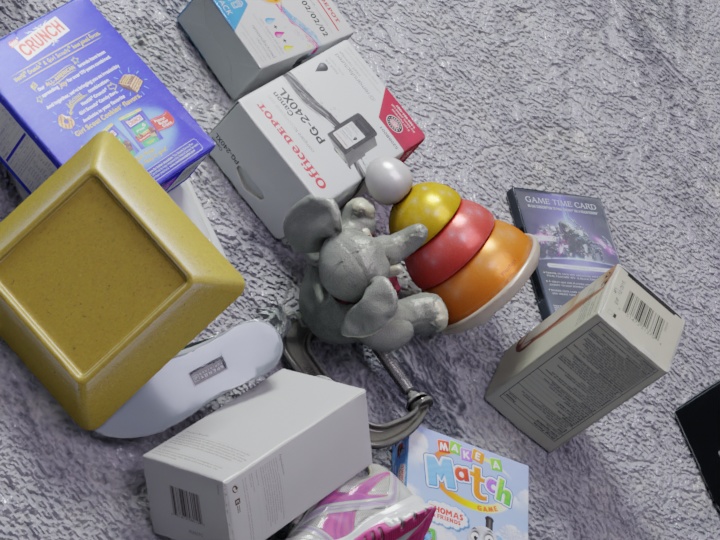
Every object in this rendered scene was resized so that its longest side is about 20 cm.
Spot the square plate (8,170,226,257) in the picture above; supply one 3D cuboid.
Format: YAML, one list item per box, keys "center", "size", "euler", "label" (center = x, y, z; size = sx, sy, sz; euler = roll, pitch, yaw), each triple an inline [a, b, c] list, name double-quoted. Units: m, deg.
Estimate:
- center: [-0.235, -0.062, 1.718]
  size: [0.199, 0.028, 0.199]
  euler: [-11, 70, -41]
  label: "square plate"

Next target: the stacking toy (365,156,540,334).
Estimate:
- center: [0.080, -0.046, 1.841]
  size: [0.200, 0.146, 0.146]
  euler: [48, 44, -14]
  label: "stacking toy"

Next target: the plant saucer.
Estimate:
- center: [-0.239, 0.007, 1.559]
  size: [0.200, 0.048, 0.200]
  euler: [-43, 85, -1]
  label: "plant saucer"

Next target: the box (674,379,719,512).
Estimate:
- center: [0.502, 0.213, 2.023]
  size: [0.196, 0.124, 0.201]
  euler: [-6, 65, -41]
  label: "box"

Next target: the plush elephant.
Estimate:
- center: [0.000, 0.000, 1.720]
  size: [0.199, 0.155, 0.165]
  euler: [-25, 79, -31]
  label: "plush elephant"

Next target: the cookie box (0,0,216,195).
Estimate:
- center: [-0.267, -0.144, 1.676]
  size: [0.200, 0.075, 0.171]
  euler: [49, 45, 1]
  label: "cookie box"

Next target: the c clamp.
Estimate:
- center: [0.007, 0.091, 1.777]
  size: [0.170, 0.027, 0.200]
  euler: [-10, 56, -36]
  label: "c clamp"

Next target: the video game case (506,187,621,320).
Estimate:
- center: [0.254, -0.002, 2.052]
  size: [0.142, 0.019, 0.201]
  euler: [5, 58, -35]
  label: "video game case"

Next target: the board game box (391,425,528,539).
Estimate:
- center: [0.099, 0.266, 1.743]
  size: [0.151, 0.037, 0.201]
  euler: [22, 50, -23]
  label: "board game box"

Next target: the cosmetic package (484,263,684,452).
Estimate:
- center: [0.236, 0.095, 1.846]
  size: [0.103, 0.200, 0.087]
  euler: [40, 44, -10]
  label: "cosmetic package"

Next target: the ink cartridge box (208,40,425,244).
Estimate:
- center: [-0.047, -0.140, 1.871]
  size: [0.145, 0.083, 0.200]
  euler: [51, 45, 3]
  label: "ink cartridge box"

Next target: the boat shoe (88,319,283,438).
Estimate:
- center: [-0.170, 0.100, 1.630]
  size: [0.199, 0.068, 0.074]
  euler: [-29, 91, -20]
  label: "boat shoe"

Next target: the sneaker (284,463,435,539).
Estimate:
- center: [-0.030, 0.245, 1.638]
  size: [0.199, 0.082, 0.088]
  euler: [-18, 51, -35]
  label: "sneaker"

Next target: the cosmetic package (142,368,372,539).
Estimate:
- center: [-0.091, 0.172, 1.598]
  size: [0.200, 0.107, 0.085]
  euler: [-28, 120, -44]
  label: "cosmetic package"

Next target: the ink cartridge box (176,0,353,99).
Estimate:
- center: [-0.091, -0.277, 1.941]
  size: [0.200, 0.068, 0.115]
  euler: [-28, 81, -45]
  label: "ink cartridge box"
